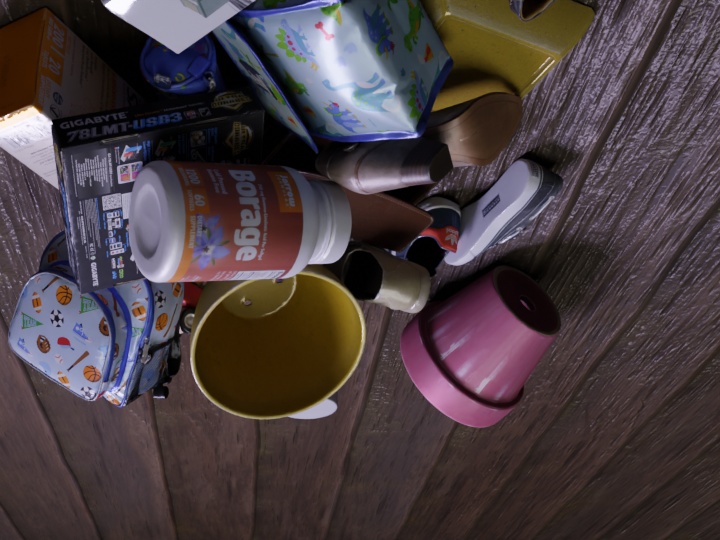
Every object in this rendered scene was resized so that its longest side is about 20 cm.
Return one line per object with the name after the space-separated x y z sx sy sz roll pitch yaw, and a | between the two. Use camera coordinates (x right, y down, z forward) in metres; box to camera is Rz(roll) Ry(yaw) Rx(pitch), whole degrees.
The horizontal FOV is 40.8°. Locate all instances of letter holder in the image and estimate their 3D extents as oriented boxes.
-0.001 -0.119 1.093 0.199 0.101 0.142 16 143 -29 | letter holder

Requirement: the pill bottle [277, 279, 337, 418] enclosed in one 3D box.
-0.075 0.100 1.359 0.111 0.201 0.113 -2 150 -1 | pill bottle

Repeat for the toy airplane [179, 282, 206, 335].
-0.246 -0.025 1.224 0.199 0.141 0.200 23 142 23 | toy airplane

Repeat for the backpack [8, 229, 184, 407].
-0.298 0.041 1.109 0.199 0.154 0.192 27 107 10 | backpack

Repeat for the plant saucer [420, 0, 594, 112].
0.107 -0.214 0.990 0.199 0.049 0.200 13 146 -24 | plant saucer

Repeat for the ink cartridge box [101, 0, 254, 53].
-0.105 -0.286 0.752 0.199 0.147 0.084 -23 145 33 | ink cartridge box

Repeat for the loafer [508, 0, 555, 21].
0.199 -0.294 0.834 0.072 0.073 0.200 15 145 -26 | loafer

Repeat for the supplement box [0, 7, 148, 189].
-0.285 -0.149 0.990 0.073 0.127 0.200 -17 148 20 | supplement box

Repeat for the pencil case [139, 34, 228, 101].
-0.163 -0.166 1.013 0.087 0.078 0.200 34 162 24 | pencil case

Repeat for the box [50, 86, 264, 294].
-0.198 -0.078 0.973 0.197 0.050 0.201 -16 142 -22 | box

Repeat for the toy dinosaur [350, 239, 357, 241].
0.000 -0.043 1.257 0.088 0.048 0.200 35 156 6 | toy dinosaur

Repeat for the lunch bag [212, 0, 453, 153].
-0.043 -0.207 0.900 0.199 0.128 0.170 3 144 36 | lunch bag

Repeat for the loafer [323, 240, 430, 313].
0.000 0.000 1.151 0.068 0.076 0.199 16 178 -39 | loafer

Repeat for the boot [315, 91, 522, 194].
0.054 -0.137 0.984 0.145 0.200 0.071 12 123 39 | boot

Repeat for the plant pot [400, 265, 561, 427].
0.186 0.097 1.411 0.199 0.201 0.179 18 129 -32 | plant pot

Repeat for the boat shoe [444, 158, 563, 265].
0.180 -0.066 1.235 0.067 0.072 0.200 15 138 -26 | boat shoe

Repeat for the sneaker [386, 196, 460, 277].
0.059 -0.016 1.288 0.075 0.085 0.200 15 146 -28 | sneaker

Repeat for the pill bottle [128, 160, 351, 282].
-0.113 -0.047 0.937 0.199 0.113 0.112 -2 154 -34 | pill bottle

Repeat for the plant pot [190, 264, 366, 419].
-0.108 0.049 1.125 0.198 0.142 0.201 -9 124 -14 | plant pot
